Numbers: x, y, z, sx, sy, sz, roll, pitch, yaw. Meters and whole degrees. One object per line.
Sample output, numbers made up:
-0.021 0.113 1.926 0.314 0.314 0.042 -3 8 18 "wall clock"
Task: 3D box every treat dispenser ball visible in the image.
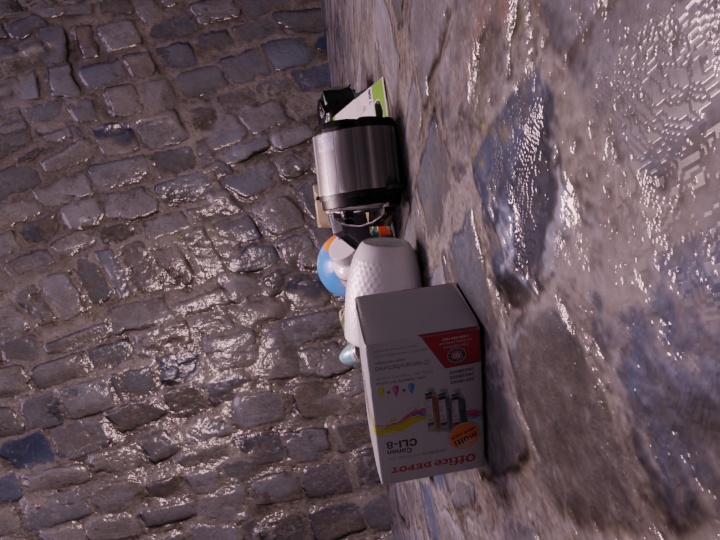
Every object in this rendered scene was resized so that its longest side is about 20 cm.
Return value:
-0.037 -0.019 1.929 0.201 0.195 0.207 172 90 -87 "treat dispenser ball"

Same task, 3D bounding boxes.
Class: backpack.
-0.040 -0.380 1.592 0.200 0.149 0.180 -123 25 -70 "backpack"

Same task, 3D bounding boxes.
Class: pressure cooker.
-0.005 -0.186 1.218 0.176 0.174 0.206 -157 60 -83 "pressure cooker"

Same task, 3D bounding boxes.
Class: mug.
0.054 0.030 1.161 0.199 0.144 0.180 -28 -58 -62 "mug"

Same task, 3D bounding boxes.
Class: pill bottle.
0.000 0.000 1.575 0.201 0.110 0.114 55 -163 -43 "pill bottle"

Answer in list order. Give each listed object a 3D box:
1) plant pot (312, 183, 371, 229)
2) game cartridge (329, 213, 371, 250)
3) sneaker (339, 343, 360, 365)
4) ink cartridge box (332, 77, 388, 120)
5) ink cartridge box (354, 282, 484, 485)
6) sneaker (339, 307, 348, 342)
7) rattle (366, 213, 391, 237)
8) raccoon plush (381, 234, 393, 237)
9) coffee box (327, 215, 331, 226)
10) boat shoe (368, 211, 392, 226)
-0.054 -0.212 1.966 0.200 0.178 0.206 172 90 -87 "plant pot"
-0.025 -0.112 1.392 0.200 0.038 0.132 36 -145 -63 "game cartridge"
0.022 0.200 1.603 0.198 0.081 0.076 2 -107 -50 "sneaker"
0.025 -0.308 1.386 0.198 0.074 0.152 -22 70 52 "ink cartridge box"
0.076 0.145 0.818 0.145 0.141 0.205 -107 9 -68 "ink cartridge box"
-0.013 0.124 1.537 0.092 0.066 0.200 68 164 2 "sneaker"
0.038 -0.137 1.612 0.200 0.130 0.143 47 179 26 "rattle"
0.056 0.038 1.460 0.135 0.094 0.203 -113 14 -47 "raccoon plush"
-0.011 -0.092 1.718 0.200 0.044 0.123 44 -169 -19 "coffee box"
0.028 -0.202 1.484 0.072 0.070 0.206 109 154 -83 "boat shoe"
